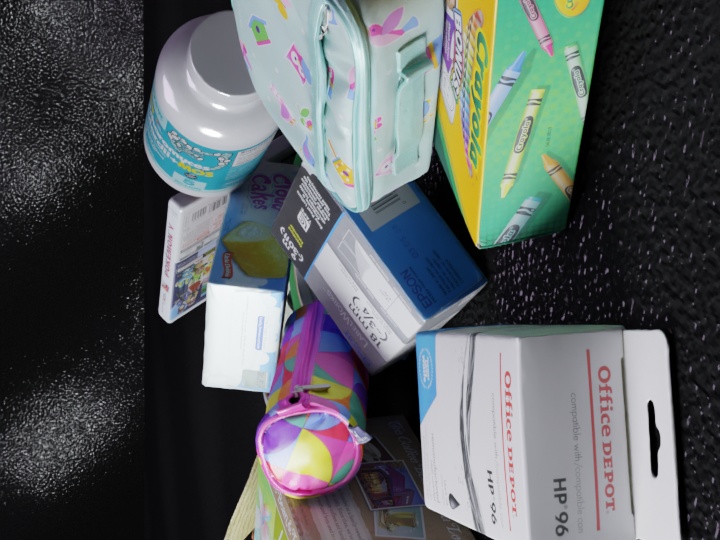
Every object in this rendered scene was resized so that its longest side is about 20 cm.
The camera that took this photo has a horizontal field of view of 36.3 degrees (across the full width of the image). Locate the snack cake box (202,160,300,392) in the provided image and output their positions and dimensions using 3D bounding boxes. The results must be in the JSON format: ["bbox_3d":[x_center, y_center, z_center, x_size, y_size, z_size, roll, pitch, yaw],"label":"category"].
[{"bbox_3d":[-0.096,0.000,1.001,0.201,0.066,0.116,-87,4,-53],"label":"snack cake box"}]

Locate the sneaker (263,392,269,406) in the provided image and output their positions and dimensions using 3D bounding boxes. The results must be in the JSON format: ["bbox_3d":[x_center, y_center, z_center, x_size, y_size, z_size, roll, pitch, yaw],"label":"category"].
[{"bbox_3d":[-0.063,0.192,1.171,0.200,0.069,0.109,-123,35,-53],"label":"sneaker"}]

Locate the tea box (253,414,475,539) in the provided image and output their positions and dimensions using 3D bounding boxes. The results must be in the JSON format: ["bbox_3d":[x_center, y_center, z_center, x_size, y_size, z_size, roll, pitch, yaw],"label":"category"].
[{"bbox_3d":[-0.003,0.252,0.872,0.200,0.132,0.199,-124,36,-60],"label":"tea box"}]

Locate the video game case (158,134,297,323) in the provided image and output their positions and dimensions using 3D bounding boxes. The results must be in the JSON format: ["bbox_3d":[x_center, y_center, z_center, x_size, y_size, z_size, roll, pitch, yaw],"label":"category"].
[{"bbox_3d":[-0.125,-0.052,1.151,0.023,0.199,0.183,41,143,19],"label":"video game case"}]

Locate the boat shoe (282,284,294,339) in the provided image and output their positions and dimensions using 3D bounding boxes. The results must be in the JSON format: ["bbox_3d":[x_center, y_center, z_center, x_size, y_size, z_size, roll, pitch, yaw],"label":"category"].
[{"bbox_3d":[-0.100,0.008,1.199,0.201,0.072,0.062,73,-166,-51],"label":"boat shoe"}]

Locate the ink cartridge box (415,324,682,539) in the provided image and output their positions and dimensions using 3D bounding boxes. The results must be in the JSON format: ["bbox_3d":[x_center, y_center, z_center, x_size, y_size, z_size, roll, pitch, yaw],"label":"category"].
[{"bbox_3d":[0.097,0.090,0.625,0.200,0.067,0.117,170,96,-73],"label":"ink cartridge box"}]

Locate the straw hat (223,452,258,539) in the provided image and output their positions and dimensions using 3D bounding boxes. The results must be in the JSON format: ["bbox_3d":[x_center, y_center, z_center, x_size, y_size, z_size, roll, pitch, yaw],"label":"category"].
[{"bbox_3d":[-0.050,0.189,1.007,0.201,0.084,0.203,23,-90,-87],"label":"straw hat"}]

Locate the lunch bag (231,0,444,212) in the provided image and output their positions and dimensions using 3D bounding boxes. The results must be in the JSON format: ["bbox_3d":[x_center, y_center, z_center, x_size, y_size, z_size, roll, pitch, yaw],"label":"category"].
[{"bbox_3d":[-0.016,-0.138,0.663,0.161,0.077,0.201,55,165,27],"label":"lunch bag"}]

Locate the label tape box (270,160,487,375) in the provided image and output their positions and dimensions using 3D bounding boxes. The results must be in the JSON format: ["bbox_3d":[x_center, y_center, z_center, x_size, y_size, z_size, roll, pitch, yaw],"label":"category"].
[{"bbox_3d":[0.000,0.000,0.842,0.145,0.063,0.200,54,155,9],"label":"label tape box"}]

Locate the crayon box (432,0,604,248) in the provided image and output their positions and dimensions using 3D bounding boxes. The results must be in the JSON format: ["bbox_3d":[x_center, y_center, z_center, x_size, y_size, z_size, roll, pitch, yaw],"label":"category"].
[{"bbox_3d":[0.078,-0.124,0.603,0.201,0.058,0.119,88,168,-50],"label":"crayon box"}]

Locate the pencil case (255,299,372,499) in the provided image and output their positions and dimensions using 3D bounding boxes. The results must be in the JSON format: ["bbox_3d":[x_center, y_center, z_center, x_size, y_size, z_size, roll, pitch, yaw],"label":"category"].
[{"bbox_3d":[-0.032,0.093,0.867,0.200,0.087,0.089,-85,-1,-68],"label":"pencil case"}]

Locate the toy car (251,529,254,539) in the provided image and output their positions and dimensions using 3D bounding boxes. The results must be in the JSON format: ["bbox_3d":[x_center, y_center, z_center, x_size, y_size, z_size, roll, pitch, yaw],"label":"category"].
[{"bbox_3d":[-0.077,0.344,1.078,0.183,0.177,0.201,-23,41,36],"label":"toy car"}]

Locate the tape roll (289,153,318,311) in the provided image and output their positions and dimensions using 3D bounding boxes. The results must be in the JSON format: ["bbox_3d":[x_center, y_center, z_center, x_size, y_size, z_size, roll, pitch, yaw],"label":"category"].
[{"bbox_3d":[-0.026,-0.023,1.048,0.200,0.048,0.203,177,90,-74],"label":"tape roll"}]

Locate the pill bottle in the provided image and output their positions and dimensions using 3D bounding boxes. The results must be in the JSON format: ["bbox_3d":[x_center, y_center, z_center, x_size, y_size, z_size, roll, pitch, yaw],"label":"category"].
[{"bbox_3d":[-0.119,-0.139,0.911,0.200,0.110,0.112,137,128,-70],"label":"pill bottle"}]
